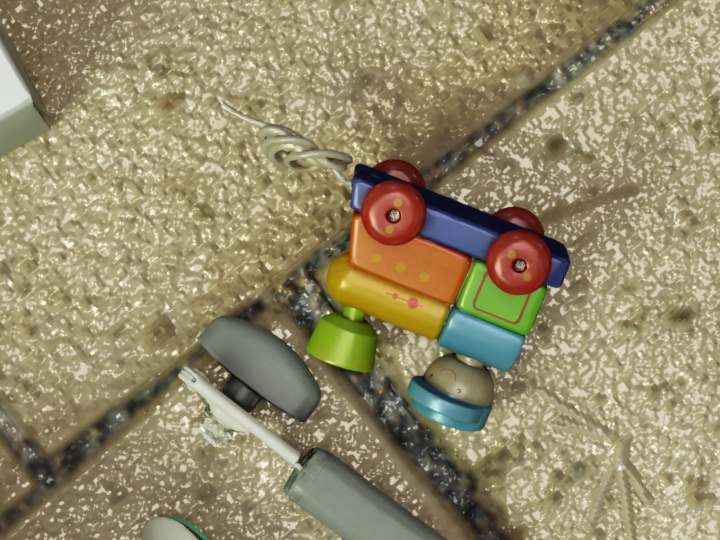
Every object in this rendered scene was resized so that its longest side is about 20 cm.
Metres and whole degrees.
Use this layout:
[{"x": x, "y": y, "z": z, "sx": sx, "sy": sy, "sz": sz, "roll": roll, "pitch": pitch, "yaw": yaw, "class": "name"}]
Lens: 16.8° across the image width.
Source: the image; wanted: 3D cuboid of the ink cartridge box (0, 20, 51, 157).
[{"x": -0.277, "y": -0.094, "z": 1.232, "sx": 0.199, "sy": 0.145, "sz": 0.146, "roll": -29, "pitch": 91, "yaw": -5, "class": "ink cartridge box"}]

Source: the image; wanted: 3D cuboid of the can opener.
[{"x": -0.014, "y": 0.105, "z": 1.291, "sx": 0.200, "sy": 0.053, "sz": 0.067, "roll": 41, "pitch": 86, "yaw": -2, "class": "can opener"}]

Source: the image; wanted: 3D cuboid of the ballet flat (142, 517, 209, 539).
[{"x": -0.063, "y": 0.222, "z": 1.274, "sx": 0.069, "sy": 0.069, "sz": 0.200, "roll": -36, "pitch": 94, "yaw": -4, "class": "ballet flat"}]

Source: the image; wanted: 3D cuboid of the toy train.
[{"x": 0.000, "y": 0.000, "z": 1.287, "sx": 0.199, "sy": 0.085, "sz": 0.116, "roll": 21, "pitch": 101, "yaw": -3, "class": "toy train"}]
